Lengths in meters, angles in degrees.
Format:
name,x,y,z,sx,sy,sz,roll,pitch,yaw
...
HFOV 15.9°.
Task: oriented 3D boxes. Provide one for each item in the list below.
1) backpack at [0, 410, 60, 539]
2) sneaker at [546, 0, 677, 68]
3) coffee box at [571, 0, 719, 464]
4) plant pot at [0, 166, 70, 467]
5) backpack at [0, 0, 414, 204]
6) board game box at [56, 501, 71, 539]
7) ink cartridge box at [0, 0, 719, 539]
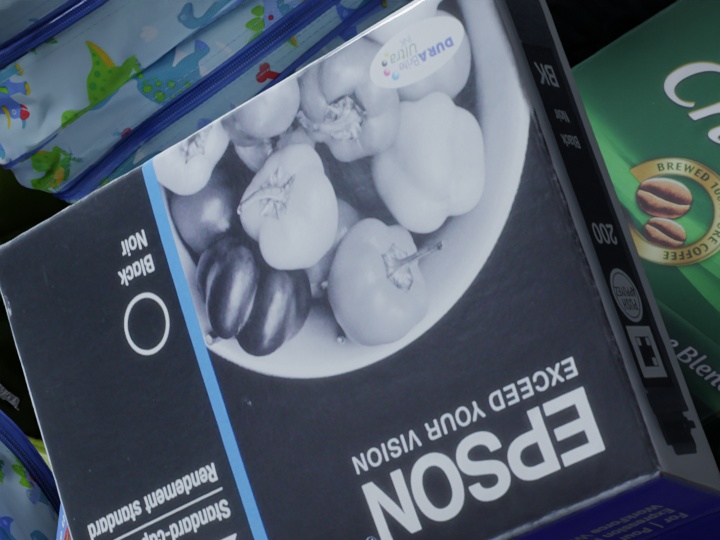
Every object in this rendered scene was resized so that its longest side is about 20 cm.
name,x,y,z,sx,sy,sz,roll,pitch,yaw
backpack,-0.203,0.135,1.005,0.200,0.183,0.147,-29,15,16
sneaker,0.046,-0.089,0.853,0.200,0.070,0.082,-32,32,15
coffee box,0.101,-0.015,0.770,0.200,0.123,0.044,-31,-27,-15
plant pot,-0.147,0.018,1.326,0.200,0.200,0.190,-42,0,-17
backpack,-0.049,-0.110,0.817,0.199,0.154,0.163,-24,19,-11
board game box,-0.068,0.077,0.862,0.134,0.045,0.201,-160,77,-75
ink cartridge box,-0.001,0.048,0.717,0.198,0.201,0.043,-28,-14,33
